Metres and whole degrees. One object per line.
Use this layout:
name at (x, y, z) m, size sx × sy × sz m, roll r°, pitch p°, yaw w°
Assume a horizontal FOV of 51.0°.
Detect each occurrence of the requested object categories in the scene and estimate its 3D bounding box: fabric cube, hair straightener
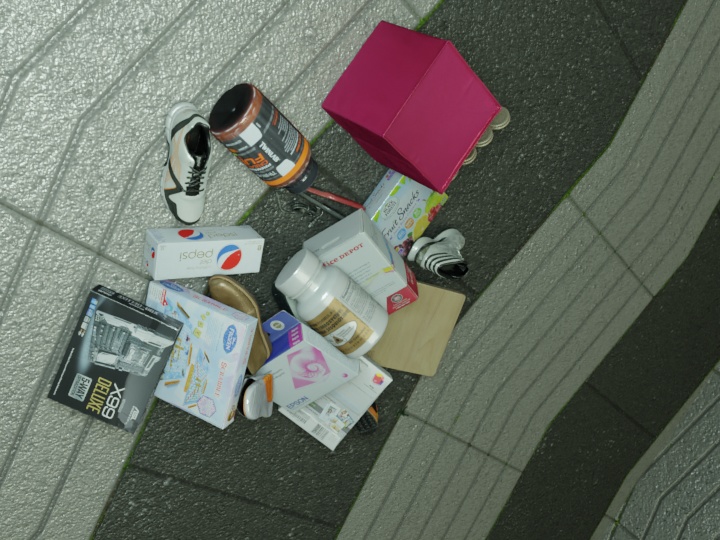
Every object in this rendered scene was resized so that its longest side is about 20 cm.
fabric cube at (0.092, -0.292, 1.351) m, size 0.197 × 0.199 × 0.199 m, roll -54°, pitch 133°, yaw -1°
hair straightener at (-0.081, -0.115, 1.420) m, size 0.198 × 0.041 × 0.078 m, roll 16°, pitch 103°, yaw -42°

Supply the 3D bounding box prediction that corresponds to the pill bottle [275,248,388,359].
pill bottle at (-0.054, 0.058, 1.369) m, size 0.200 × 0.114 × 0.115 m, roll 42°, pitch 86°, yaw -19°

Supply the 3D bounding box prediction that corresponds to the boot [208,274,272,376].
boot at (-0.216, 0.099, 1.321) m, size 0.202 × 0.073 × 0.076 m, roll 68°, pitch 31°, yaw -30°

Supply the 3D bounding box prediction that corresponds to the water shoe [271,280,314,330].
water shoe at (-0.096, 0.092, 1.467) m, size 0.079 × 0.071 × 0.202 m, roll -35°, pitch 109°, yaw -28°

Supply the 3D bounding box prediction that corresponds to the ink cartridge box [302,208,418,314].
ink cartridge box at (0.000, 0.000, 1.458) m, size 0.144 × 0.083 × 0.200 m, roll -28°, pitch 125°, yaw 19°

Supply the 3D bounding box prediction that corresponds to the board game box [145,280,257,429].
board game box at (-0.289, 0.141, 1.300) m, size 0.041 × 0.197 × 0.203 m, roll -30°, pitch 140°, yaw -66°

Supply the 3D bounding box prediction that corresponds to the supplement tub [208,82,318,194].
supplement tub at (-0.154, -0.212, 1.266) m, size 0.107 × 0.107 × 0.200 m, roll -51°, pitch 133°, yaw -3°

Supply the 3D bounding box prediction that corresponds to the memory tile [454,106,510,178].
memory tile at (0.182, -0.270, 1.468) m, size 0.200 × 0.153 × 0.017 m, roll -44°, pitch 148°, yaw -9°

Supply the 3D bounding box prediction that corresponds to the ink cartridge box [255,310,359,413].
ink cartridge box at (-0.136, 0.180, 1.435) m, size 0.199 × 0.044 × 0.195 m, roll 35°, pitch 129°, yaw -29°

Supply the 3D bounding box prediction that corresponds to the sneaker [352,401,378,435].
sneaker at (-0.021, 0.263, 1.665) m, size 0.069 × 0.090 × 0.202 m, roll -23°, pitch 108°, yaw 14°

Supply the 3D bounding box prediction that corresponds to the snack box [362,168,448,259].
snack box at (0.073, -0.113, 1.534) m, size 0.142 × 0.053 × 0.201 m, roll 36°, pitch 89°, yaw -42°

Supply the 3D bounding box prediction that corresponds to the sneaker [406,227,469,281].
sneaker at (0.192, -0.024, 1.606) m, size 0.199 × 0.115 × 0.076 m, roll -17°, pitch 139°, yaw -53°

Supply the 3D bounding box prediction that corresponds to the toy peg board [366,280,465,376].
toy peg board at (0.096, 0.107, 1.662) m, size 0.197 × 0.098 × 0.203 m, roll 14°, pitch 105°, yaw -25°

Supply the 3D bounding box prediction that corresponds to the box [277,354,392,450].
box at (-0.054, 0.254, 1.582) m, size 0.155 × 0.041 × 0.201 m, roll 38°, pitch 97°, yaw -15°

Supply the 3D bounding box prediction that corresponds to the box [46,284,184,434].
box at (-0.405, 0.148, 1.252) m, size 0.156 × 0.050 × 0.202 m, roll 25°, pitch 99°, yaw -7°

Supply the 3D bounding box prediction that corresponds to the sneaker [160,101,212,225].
sneaker at (-0.278, -0.162, 1.217) m, size 0.073 × 0.080 × 0.203 m, roll -15°, pitch 123°, yaw -33°

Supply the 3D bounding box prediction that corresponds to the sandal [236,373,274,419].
sandal at (-0.198, 0.224, 1.352) m, size 0.207 × 0.058 × 0.081 m, roll 53°, pitch 39°, yaw -81°

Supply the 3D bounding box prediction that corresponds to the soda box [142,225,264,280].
soda box at (-0.269, -0.033, 1.304) m, size 0.198 × 0.064 × 0.069 m, roll -5°, pitch 118°, yaw -35°
